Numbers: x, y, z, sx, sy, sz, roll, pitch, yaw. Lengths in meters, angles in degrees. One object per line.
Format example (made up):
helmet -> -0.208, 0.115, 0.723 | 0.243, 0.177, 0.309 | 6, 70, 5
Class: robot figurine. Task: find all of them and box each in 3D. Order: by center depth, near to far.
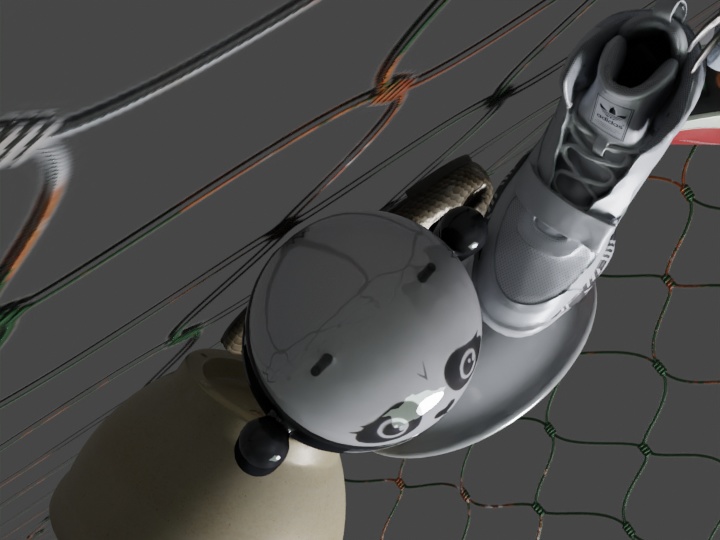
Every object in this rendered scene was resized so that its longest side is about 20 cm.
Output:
robot figurine -> -0.001, 0.038, 0.757 | 0.124, 0.151, 0.200 | 5, 170, -6

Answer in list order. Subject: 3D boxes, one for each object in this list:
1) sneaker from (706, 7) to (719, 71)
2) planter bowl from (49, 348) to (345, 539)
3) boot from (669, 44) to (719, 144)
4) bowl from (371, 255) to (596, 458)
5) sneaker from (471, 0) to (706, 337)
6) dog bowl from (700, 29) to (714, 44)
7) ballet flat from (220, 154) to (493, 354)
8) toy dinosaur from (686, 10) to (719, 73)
sneaker -> 0.240, -0.147, 0.787 | 0.200, 0.071, 0.073 | -42, 146, -64
planter bowl -> -0.090, 0.138, 0.947 | 0.135, 0.200, 0.200 | -62, 168, 13
boot -> 0.250, -0.115, 0.976 | 0.199, 0.073, 0.144 | 0, 175, -2
bowl -> 0.050, 0.020, 0.938 | 0.201, 0.090, 0.201 | -25, -147, 17
sneaker -> 0.117, -0.057, 0.742 | 0.200, 0.075, 0.115 | -59, 169, 1
dog bowl -> 0.376, -0.214, 1.154 | 0.200, 0.079, 0.200 | -34, 176, -3
ballet flat -> 0.000, 0.000, 0.883 | 0.200, 0.046, 0.067 | -35, 175, 5
toy dinosaur -> 0.216, -0.134, 0.649 | 0.200, 0.105, 0.182 | -57, 149, -26
